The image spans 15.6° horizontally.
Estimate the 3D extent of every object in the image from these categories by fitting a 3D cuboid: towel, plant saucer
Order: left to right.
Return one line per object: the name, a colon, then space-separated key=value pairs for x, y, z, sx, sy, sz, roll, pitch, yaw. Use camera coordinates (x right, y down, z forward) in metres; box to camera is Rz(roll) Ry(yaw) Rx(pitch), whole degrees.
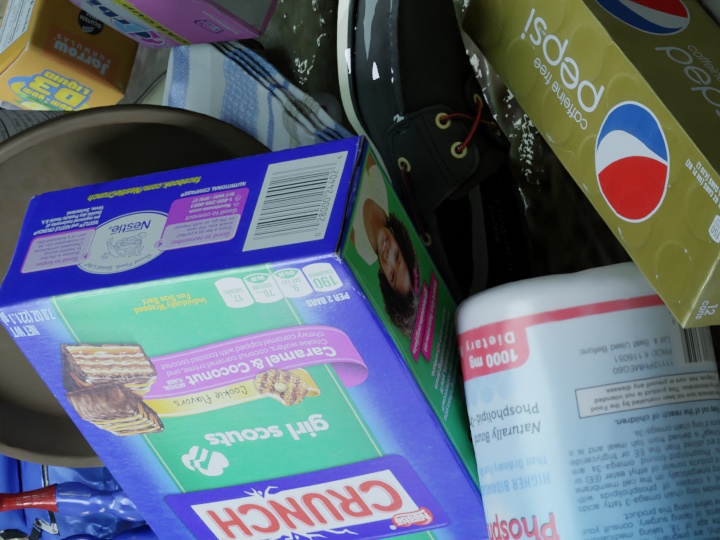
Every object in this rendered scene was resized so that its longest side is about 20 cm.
plant saucer: x=-0.116 y=0.005 z=1.213 sx=0.030 sy=0.199 sz=0.201 roll=-116 pitch=36 yaw=-51
towel: x=-0.053 y=-0.029 z=1.306 sx=0.200 sy=0.024 sz=0.148 roll=40 pitch=126 yaw=50

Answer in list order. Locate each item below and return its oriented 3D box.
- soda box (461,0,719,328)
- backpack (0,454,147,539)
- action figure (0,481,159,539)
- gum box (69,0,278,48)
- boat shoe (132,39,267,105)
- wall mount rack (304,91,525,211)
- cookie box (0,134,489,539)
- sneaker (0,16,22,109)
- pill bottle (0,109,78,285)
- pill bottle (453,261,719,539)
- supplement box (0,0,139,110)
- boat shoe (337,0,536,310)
soda box: x=0.122 y=-0.069 z=1.112 sx=0.200 sy=0.064 sz=0.068 roll=58 pitch=140 yaw=37
backpack: x=-0.160 y=0.090 z=1.489 sx=0.200 sy=0.167 sz=0.163 roll=13 pitch=112 yaw=53
action figure: x=-0.100 y=0.133 z=1.383 sx=0.052 sy=0.199 sz=0.066 roll=-118 pitch=21 yaw=-77
gum box: x=-0.063 y=-0.215 z=1.310 sx=0.113 sy=0.066 sz=0.201 roll=2 pitch=65 yaw=57
boat shoe: x=-0.119 y=-0.043 z=1.429 sx=0.200 sy=0.076 sz=0.074 roll=-39 pitch=77 yaw=16
wall mount rack: x=0.000 y=0.000 z=1.305 sx=0.200 sy=0.074 sz=0.175 roll=8 pitch=103 yaw=58
cookie box: x=-0.038 y=0.047 z=1.161 sx=0.170 sy=0.200 sz=0.075 roll=-9 pitch=44 yaw=25
sneaker: x=-0.219 y=-0.109 z=1.587 sx=0.075 sy=0.082 sz=0.200 roll=44 pitch=160 yaw=-1
pill bottle: x=-0.162 y=-0.025 z=1.265 sx=0.104 sy=0.199 sz=0.105 roll=5 pitch=95 yaw=62
pill bottle: x=0.107 y=0.102 z=1.117 sx=0.109 sy=0.108 sz=0.201 roll=-20 pitch=77 yaw=57
supplement box: x=-0.145 y=-0.180 z=1.443 sx=0.069 sy=0.066 sz=0.201 roll=-28 pitch=44 yaw=55
boat shoe: x=0.038 y=-0.056 z=1.167 sx=0.063 sy=0.074 sz=0.202 roll=10 pitch=122 yaw=38
